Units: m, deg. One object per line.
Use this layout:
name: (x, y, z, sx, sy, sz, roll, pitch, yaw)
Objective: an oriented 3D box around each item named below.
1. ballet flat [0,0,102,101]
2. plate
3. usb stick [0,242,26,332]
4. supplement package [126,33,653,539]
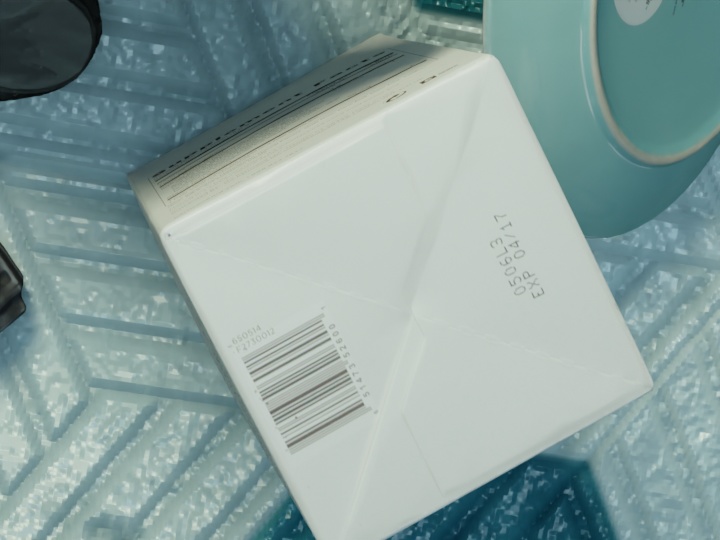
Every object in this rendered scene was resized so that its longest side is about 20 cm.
ballet flat: (-0.190, -0.094, 0.763, 0.198, 0.057, 0.067, 8, 104, -20)
plate: (0.112, -0.107, 0.775, 0.199, 0.025, 0.202, -26, 124, -45)
usb stick: (-0.198, -0.054, 0.794, 0.055, 0.033, 0.201, -37, 102, -11)
supplement package: (0.000, 0.000, 0.747, 0.119, 0.200, 0.122, -28, 101, -4)
